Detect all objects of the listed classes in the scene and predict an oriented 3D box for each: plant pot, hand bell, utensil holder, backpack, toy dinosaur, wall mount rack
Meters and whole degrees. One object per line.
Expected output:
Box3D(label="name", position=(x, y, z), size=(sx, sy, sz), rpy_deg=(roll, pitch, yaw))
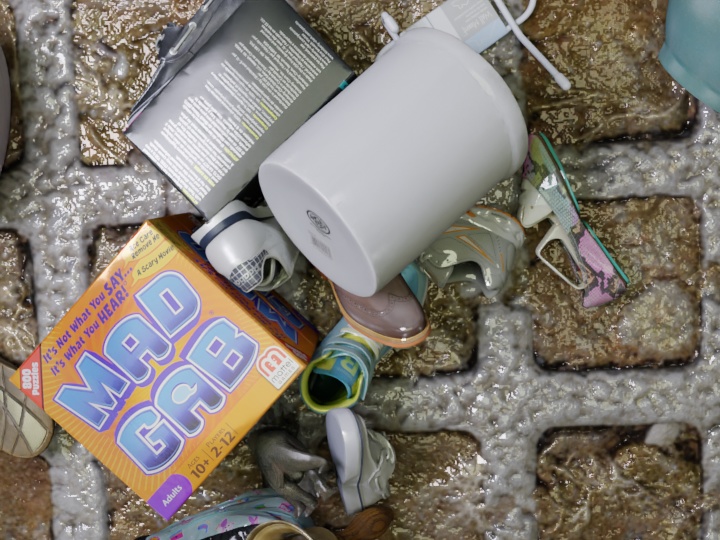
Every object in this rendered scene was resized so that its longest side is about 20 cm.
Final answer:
Box3D(label="plant pot", position=(0.383, -0.234, 0.948), size=(0.199, 0.201, 0.135), rpy_deg=(33, 122, -2))
Box3D(label="hand bell", position=(-0.022, 0.277, 0.977), size=(0.103, 0.199, 0.105), rpy_deg=(3, 96, 30))
Box3D(label="utensil holder", position=(0.028, -0.099, 0.889), size=(0.200, 0.170, 0.170), rpy_deg=(-42, 94, -19))
Box3D(label="backpack", position=(-0.140, 0.320, 1.026), size=(0.198, 0.127, 0.168), rpy_deg=(-23, 108, 1))
Box3D(label="toy dinosaur", position=(-0.076, 0.196, 0.973), size=(0.102, 0.200, 0.077), rpy_deg=(43, 86, -3))
Box3D(label="wall mount rack", position=(0.116, -0.226, 0.997), size=(0.199, 0.075, 0.174), rpy_deg=(-35, 96, 5))

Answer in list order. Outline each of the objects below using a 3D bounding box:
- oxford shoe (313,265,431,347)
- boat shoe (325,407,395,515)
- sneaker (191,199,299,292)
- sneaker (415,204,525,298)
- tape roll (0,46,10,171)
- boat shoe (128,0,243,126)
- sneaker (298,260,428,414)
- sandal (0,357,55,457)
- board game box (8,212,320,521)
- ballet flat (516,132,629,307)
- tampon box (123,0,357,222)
Box3D(label="oxford shoe", position=(0.000, 0.000, 0.964), size=(0.071, 0.073, 0.200), rpy_deg=(-30, 50, -19))
Box3D(label="boat shoe", position=(0.004, 0.192, 0.995), size=(0.065, 0.201, 0.074), rpy_deg=(-16, 61, -8))
Box3D(label="sneaker", position=(-0.097, -0.017, 0.957), size=(0.076, 0.200, 0.081), rpy_deg=(-42, 81, 16))
Box3D(label="sneaker", position=(0.071, -0.034, 1.001), size=(0.198, 0.076, 0.093), rpy_deg=(18, 68, 0))
Box3D(label="tape roll", position=(-0.451, -0.154, 0.950), size=(0.138, 0.203, 0.205), rpy_deg=(8, 95, -1))
Box3D(label="boat shoe", position=(-0.182, -0.229, 1.003), size=(0.068, 0.072, 0.200), rpy_deg=(43, 92, -5))
Box3D(label="sneaker", position=(0.007, 0.071, 0.998), size=(0.079, 0.131, 0.201), rpy_deg=(34, 94, -2))
Box3D(label="sandal", position=(-0.411, 0.127, 1.053), size=(0.199, 0.054, 0.081), rpy_deg=(32, 90, 13))
Box3D(label="board game box", position=(-0.183, 0.085, 0.968), size=(0.200, 0.200, 0.200), rpy_deg=(42, 95, -3))
Box3D(label="ballet flat", position=(0.212, -0.046, 1.018), size=(0.071, 0.069, 0.201), rpy_deg=(-31, 98, 5))
Box3D(label="tampon box", position=(-0.111, -0.160, 0.965), size=(0.126, 0.150, 0.200), rpy_deg=(45, 94, 1))
